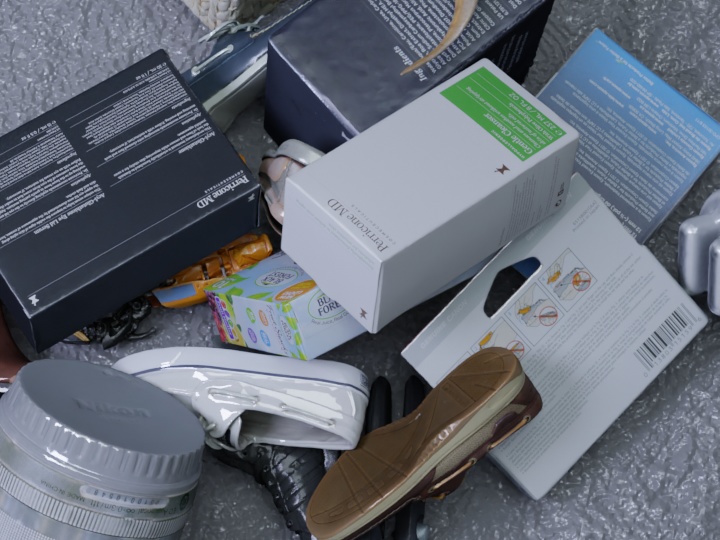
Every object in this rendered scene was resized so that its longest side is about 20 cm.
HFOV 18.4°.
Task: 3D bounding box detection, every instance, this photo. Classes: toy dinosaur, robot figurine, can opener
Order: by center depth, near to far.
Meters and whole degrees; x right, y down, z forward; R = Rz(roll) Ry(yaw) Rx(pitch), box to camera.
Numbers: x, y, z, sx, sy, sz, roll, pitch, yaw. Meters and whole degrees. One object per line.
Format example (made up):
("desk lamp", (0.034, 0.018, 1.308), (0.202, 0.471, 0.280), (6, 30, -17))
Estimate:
("toy dinosaur", (0.084, -0.232, 1.641), (0.106, 0.060, 0.200), (-11, 66, 19))
("can opener", (0.025, 0.174, 1.714), (0.063, 0.079, 0.200), (8, 64, 6))
("robot figurine", (-0.175, -0.021, 1.755), (0.200, 0.058, 0.145), (-16, 73, -9))
("robot figurine", (0.347, -0.025, 1.755), (0.200, 0.113, 0.170), (-16, 34, -25))

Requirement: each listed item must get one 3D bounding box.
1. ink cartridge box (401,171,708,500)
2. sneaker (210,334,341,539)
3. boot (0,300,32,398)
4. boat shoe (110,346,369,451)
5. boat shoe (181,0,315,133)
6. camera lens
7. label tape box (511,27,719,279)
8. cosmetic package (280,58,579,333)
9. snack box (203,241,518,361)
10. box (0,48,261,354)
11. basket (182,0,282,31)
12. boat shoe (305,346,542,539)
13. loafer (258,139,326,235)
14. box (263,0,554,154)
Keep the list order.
("ink cartridge box", (0.145, 0.049, 1.713), (0.200, 0.044, 0.174), (-46, 111, -6))
("sneaker", (-0.067, 0.148, 1.717), (0.104, 0.060, 0.200), (0, 74, 1))
("boot", (-0.278, 0.001, 1.717), (0.188, 0.068, 0.200), (10, 76, 30))
("boat shoe", (-0.094, 0.104, 1.665), (0.200, 0.072, 0.066), (5, 59, 3))
("boat shoe", (-0.099, -0.164, 1.774), (0.200, 0.075, 0.062), (-39, 74, 17))
("camera lens", (-0.212, 0.185, 1.610), (0.160, 0.160, 0.200), (23, 107, 3))
("label tape box", (0.181, -0.074, 1.795), (0.143, 0.066, 0.200), (40, 81, 7))
("cosmetic package", (0.050, -0.056, 1.610), (0.200, 0.085, 0.108), (-33, 60, -30))
("snack box", (0.000, 0.000, 1.695), (0.200, 0.142, 0.053), (-27, 105, -25))
("box", (-0.195, -0.052, 1.664), (0.200, 0.079, 0.141), (-30, 69, -16))
("basket", (-0.096, -0.284, 1.767), (0.136, 0.200, 0.123), (-38, 85, -13))
("boat shoe", (0.051, 0.144, 1.652), (0.200, 0.072, 0.072), (-41, 36, -4))
("loafer", (-0.054, -0.055, 1.704), (0.072, 0.200, 0.063), (29, 83, -1))
("box", (0.034, -0.164, 1.740), (0.200, 0.197, 0.117), (-40, 80, -13))
